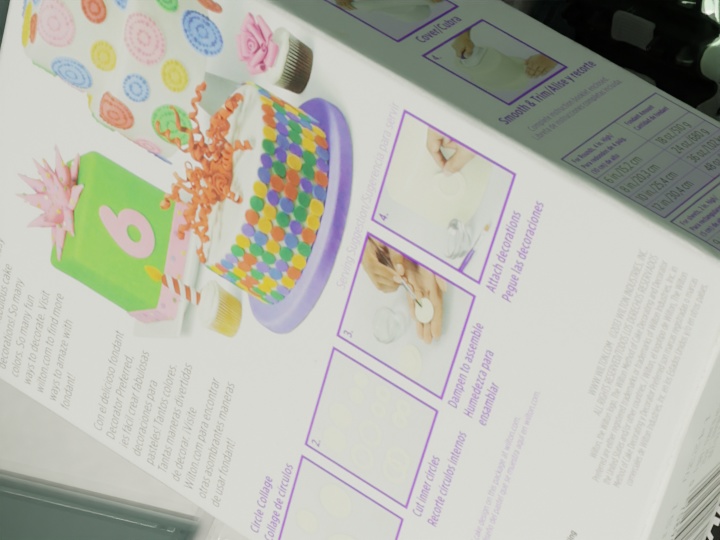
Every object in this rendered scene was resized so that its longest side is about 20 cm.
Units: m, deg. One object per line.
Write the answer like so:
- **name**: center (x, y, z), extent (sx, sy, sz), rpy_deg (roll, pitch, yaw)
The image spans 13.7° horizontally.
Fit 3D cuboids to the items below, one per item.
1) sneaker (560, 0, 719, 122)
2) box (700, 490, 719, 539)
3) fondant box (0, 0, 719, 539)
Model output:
- **sneaker**: center (0.105, -0.034, 0.778), extent (0.090, 0.066, 0.201), rpy_deg (-15, 115, -26)
- **box**: center (0.177, 0.008, 0.764), extent (0.199, 0.049, 0.160), rpy_deg (-14, 137, -36)
- **fondant box**: center (0.000, 0.000, 0.729), extent (0.199, 0.058, 0.145), rpy_deg (30, 127, 19)
